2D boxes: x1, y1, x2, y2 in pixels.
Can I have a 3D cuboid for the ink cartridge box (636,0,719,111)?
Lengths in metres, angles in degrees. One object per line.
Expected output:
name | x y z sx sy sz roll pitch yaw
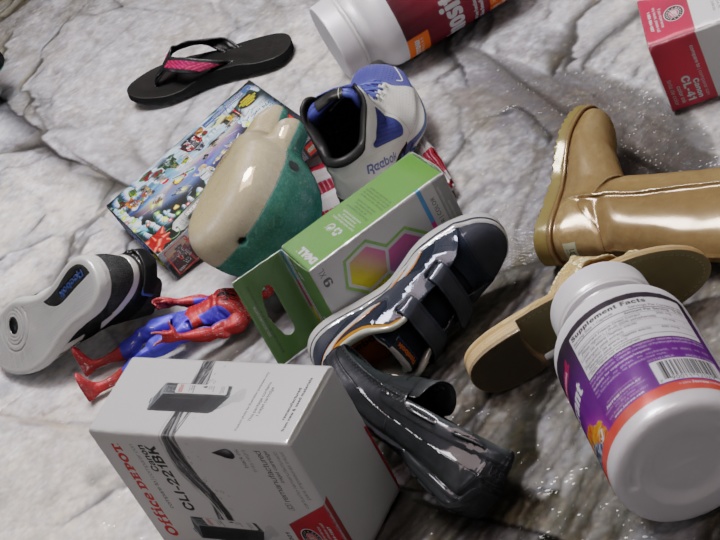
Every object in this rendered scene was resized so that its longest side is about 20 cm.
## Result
ink cartridge box | 0.356 -0.244 1.688 0.199 0.086 0.148 -16 37 14

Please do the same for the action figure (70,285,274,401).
action figure | -0.170 0.053 1.707 0.199 0.052 0.066 -23 33 3

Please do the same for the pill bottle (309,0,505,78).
pill bottle | 0.053 -0.285 1.914 0.199 0.113 0.113 -32 36 -4

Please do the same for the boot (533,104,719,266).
boot | 0.260 -0.072 1.565 0.199 0.066 0.176 -3 55 32

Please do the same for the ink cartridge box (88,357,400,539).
ink cartridge box | -0.092 0.147 1.453 0.199 0.145 0.084 1 45 35

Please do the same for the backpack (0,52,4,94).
backpack | -0.540 -0.236 2.211 0.199 0.154 0.176 18 53 33

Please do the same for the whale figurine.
whale figurine | -0.086 -0.072 1.711 0.159 0.103 0.200 -52 15 27

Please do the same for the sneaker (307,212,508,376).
sneaker | 0.050 0.036 1.555 0.200 0.078 0.079 -39 30 4

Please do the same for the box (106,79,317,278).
box | -0.147 -0.094 1.858 0.200 0.040 0.137 -43 38 -8

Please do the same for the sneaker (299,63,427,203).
sneaker | 0.002 -0.144 1.737 0.080 0.115 0.200 -14 41 20

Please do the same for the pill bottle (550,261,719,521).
pill bottle | 0.207 0.081 1.367 0.111 0.112 0.200 -26 35 4

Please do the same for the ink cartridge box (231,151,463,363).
ink cartridge box | 0.000 0.000 1.608 0.200 0.104 0.059 -36 36 -11

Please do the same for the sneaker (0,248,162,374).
sneaker | -0.260 0.042 1.770 0.112 0.073 0.200 -8 -17 -45

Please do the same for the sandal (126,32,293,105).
sandal | -0.171 -0.235 2.059 0.199 0.045 0.075 -15 38 18

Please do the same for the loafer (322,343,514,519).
loafer | 0.046 0.113 1.447 0.071 0.068 0.200 -54 50 6

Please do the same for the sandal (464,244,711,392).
sandal | 0.172 0.017 1.497 0.211 0.078 0.070 -29 41 7

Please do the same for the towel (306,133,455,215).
towel | 0.002 -0.095 1.794 0.144 0.023 0.200 -28 36 1
